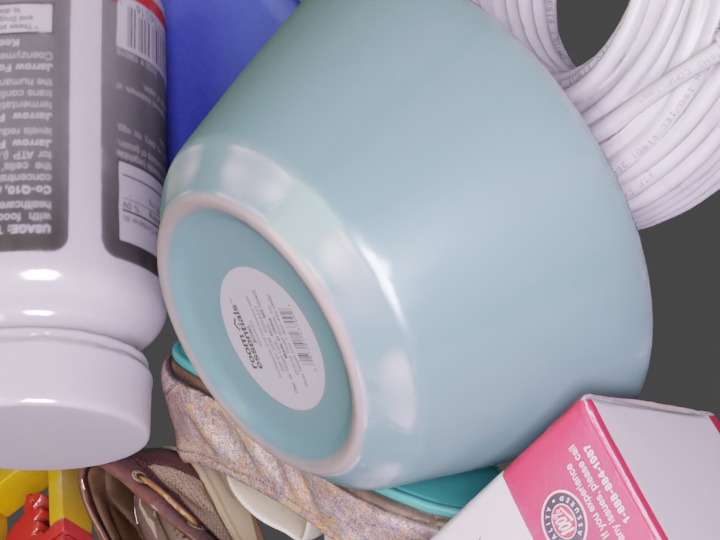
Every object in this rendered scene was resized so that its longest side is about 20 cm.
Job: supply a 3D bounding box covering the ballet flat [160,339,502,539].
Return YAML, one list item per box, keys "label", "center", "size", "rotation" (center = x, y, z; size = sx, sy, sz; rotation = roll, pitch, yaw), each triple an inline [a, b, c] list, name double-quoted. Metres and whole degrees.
- label: "ballet flat"
  center: [-0.008, 0.086, 1.055]
  size: [0.200, 0.068, 0.068]
  rotation: [29, 124, 45]

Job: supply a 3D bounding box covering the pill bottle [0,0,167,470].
- label: "pill bottle"
  center: [-0.138, -0.024, 1.106]
  size: [0.114, 0.114, 0.201]
  rotation: [-21, 62, 41]

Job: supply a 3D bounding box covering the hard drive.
- label: "hard drive"
  center: [-0.069, -0.079, 1.159]
  size: [0.200, 0.025, 0.132]
  rotation: [50, 118, 37]

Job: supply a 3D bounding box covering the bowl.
- label: "bowl"
  center: [0.000, 0.000, 0.957]
  size: [0.201, 0.105, 0.201]
  rotation: [35, 141, 34]

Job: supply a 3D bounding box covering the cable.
- label: "cable"
  center: [0.087, -0.114, 0.981]
  size: [0.200, 0.069, 0.201]
  rotation: [-45, 54, 32]

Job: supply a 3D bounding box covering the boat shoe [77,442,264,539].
- label: "boat shoe"
  center: [-0.062, 0.152, 1.084]
  size: [0.072, 0.072, 0.200]
  rotation: [-48, 53, 29]

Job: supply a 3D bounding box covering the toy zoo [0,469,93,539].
- label: "toy zoo"
  center: [-0.172, 0.155, 1.177]
  size: [0.131, 0.020, 0.200]
  rotation: [-37, 36, 23]

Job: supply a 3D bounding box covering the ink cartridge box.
- label: "ink cartridge box"
  center: [0.072, 0.164, 0.940]
  size: [0.200, 0.084, 0.145]
  rotation: [-47, 54, 29]
